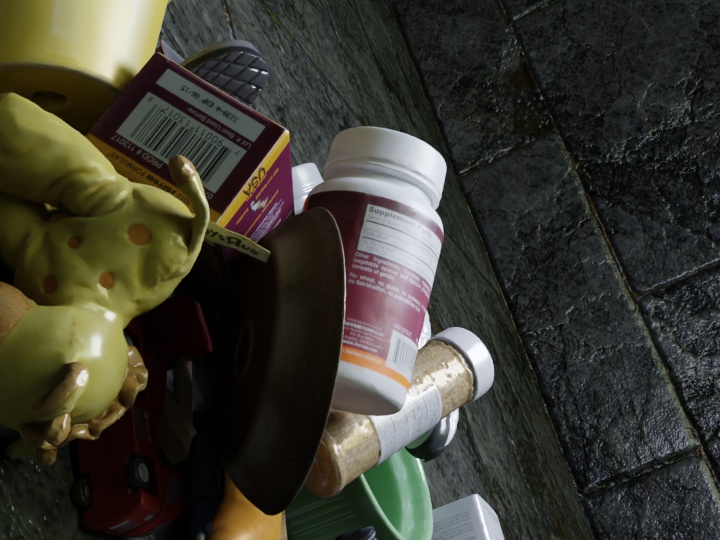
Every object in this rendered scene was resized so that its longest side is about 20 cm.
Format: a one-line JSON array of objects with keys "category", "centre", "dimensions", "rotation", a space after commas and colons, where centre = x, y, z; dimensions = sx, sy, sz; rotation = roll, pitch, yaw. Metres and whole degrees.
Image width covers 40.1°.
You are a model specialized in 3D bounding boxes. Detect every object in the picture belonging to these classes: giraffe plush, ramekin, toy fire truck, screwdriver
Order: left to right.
[{"category": "giraffe plush", "centre": [-0.174, 0.022, 0.573], "dimensions": [0.173, 0.198, 0.163], "rotation": [85, 24, -59]}, {"category": "toy fire truck", "centre": [-0.151, 0.097, 0.709], "dimensions": [0.141, 0.048, 0.201], "rotation": [47, 25, -59]}, {"category": "screwdriver", "centre": [-0.100, 0.176, 0.614], "dimensions": [0.201, 0.028, 0.029], "rotation": [-99, -167, -56]}, {"category": "ramekin", "centre": [-0.017, 0.187, 0.944], "dimensions": [0.201, 0.097, 0.201], "rotation": [58, 16, -26]}]

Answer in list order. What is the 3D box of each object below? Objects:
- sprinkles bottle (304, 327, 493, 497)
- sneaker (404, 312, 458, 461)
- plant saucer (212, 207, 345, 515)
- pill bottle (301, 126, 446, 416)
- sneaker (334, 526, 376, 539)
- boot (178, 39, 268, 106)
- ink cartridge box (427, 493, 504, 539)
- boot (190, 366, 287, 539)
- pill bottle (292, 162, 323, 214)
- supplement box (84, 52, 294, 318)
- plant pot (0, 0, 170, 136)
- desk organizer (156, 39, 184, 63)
[{"category": "sprinkles bottle", "centre": [0.029, 0.116, 0.839], "dimensions": [0.199, 0.068, 0.069], "rotation": [-27, 92, -39]}, {"category": "sneaker", "centre": [0.036, 0.099, 0.978], "dimensions": [0.080, 0.074, 0.201], "rotation": [30, 30, -39]}, {"category": "plant saucer", "centre": [-0.061, 0.055, 0.642], "dimensions": [0.036, 0.201, 0.201], "rotation": [10, 41, -19]}, {"category": "pill bottle", "centre": [0.000, 0.000, 0.760], "dimensions": [0.114, 0.113, 0.202], "rotation": [43, 56, -56]}, {"category": "sneaker", "centre": [-0.038, 0.240, 0.747], "dimensions": [0.076, 0.113, 0.200], "rotation": [69, 15, 17]}, {"category": "boot", "centre": [-0.166, -0.159, 0.789], "dimensions": [0.070, 0.199, 0.133], "rotation": [33, 37, -50]}, {"category": "ink cartridge box", "centre": [0.086, 0.344, 0.962], "dimensions": [0.084, 0.145, 0.201], "rotation": [50, 21, -51]}, {"category": "boot", "centre": [-0.098, 0.143, 0.747], "dimensions": [0.201, 0.070, 0.145], "rotation": [55, 25, -79]}, {"category": "pill bottle", "centre": [-0.052, -0.010, 1.106], "dimensions": [0.201, 0.119, 0.120], "rotation": [65, 14, 3]}, {"category": "supplement box", "centre": [-0.114, -0.049, 0.717], "dimensions": [0.110, 0.086, 0.200], "rotation": [32, -19, 10]}, {"category": "plant pot", "centre": [-0.218, -0.197, 0.697], "dimensions": [0.201, 0.199, 0.191], "rotation": [36, 47, -62]}, {"category": "desk organizer", "centre": [-0.167, -0.136, 0.982], "dimensions": [0.200, 0.077, 0.072], "rotation": [37, 31, -62]}]
